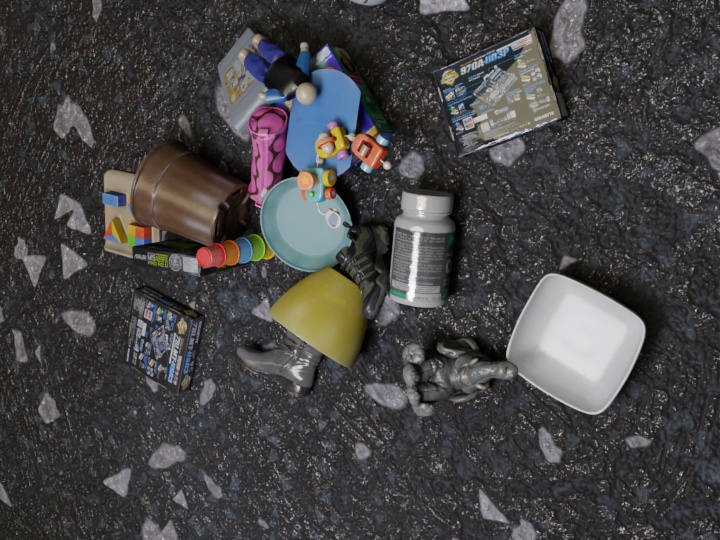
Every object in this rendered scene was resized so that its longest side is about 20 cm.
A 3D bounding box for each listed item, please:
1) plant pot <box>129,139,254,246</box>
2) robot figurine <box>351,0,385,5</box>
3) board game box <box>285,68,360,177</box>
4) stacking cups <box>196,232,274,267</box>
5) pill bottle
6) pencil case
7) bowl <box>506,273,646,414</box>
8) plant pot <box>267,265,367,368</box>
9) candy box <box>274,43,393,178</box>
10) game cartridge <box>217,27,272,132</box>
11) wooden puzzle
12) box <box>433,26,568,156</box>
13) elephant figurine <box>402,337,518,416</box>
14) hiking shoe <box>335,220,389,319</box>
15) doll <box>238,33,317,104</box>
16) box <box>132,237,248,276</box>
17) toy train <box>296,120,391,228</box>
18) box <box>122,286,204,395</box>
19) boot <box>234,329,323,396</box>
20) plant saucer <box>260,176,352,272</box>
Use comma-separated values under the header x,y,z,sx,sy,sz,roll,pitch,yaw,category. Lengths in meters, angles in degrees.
x,y,z,sx,sy,sz,roll,pitch,yaw,category
-0.347,-0.149,1.615,0.197,0.200,0.202,25,110,18,plant pot
0.021,-0.577,1.349,0.124,0.150,0.201,23,110,12,robot figurine
-0.062,-0.270,1.416,0.157,0.039,0.202,15,101,34,board game box
-0.254,-0.044,1.562,0.060,0.199,0.061,4,98,31,stacking cups
0.114,-0.042,1.391,0.112,0.113,0.202,12,105,29,pill bottle
-0.185,-0.223,1.513,0.090,0.094,0.201,19,139,11,pencil case
0.368,0.119,1.287,0.199,0.074,0.201,31,112,24,bowl
-0.061,0.078,1.491,0.199,0.200,0.143,32,87,23,plant pot
-0.056,-0.301,1.472,0.169,0.077,0.201,-35,81,30,candy box
-0.226,-0.393,1.538,0.133,0.041,0.201,-43,50,33,game cartridge
-0.557,-0.130,1.823,0.184,0.046,0.202,14,105,29,wooden puzzle
0.239,-0.302,1.310,0.199,0.046,0.160,-18,89,32,box
0.183,0.188,1.386,0.198,0.156,0.142,-12,131,8,elephant figurine
0.000,0.000,1.432,0.076,0.100,0.201,109,166,-56,hiking shoe
-0.145,-0.372,1.416,0.136,0.048,0.200,-45,57,2,doll
-0.371,-0.032,1.660,0.199,0.160,0.045,8,104,30,box
-0.041,-0.179,1.348,0.150,0.055,0.201,47,117,23,toy train
-0.476,0.166,1.822,0.197,0.050,0.202,22,109,26,box
-0.169,0.170,1.634,0.199,0.070,0.133,23,107,14,boot
-0.105,-0.096,1.535,0.198,0.036,0.202,7,114,16,plant saucer
